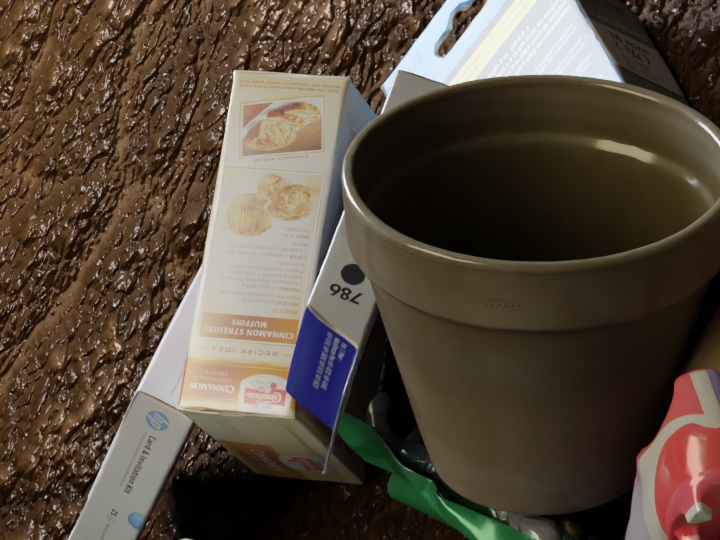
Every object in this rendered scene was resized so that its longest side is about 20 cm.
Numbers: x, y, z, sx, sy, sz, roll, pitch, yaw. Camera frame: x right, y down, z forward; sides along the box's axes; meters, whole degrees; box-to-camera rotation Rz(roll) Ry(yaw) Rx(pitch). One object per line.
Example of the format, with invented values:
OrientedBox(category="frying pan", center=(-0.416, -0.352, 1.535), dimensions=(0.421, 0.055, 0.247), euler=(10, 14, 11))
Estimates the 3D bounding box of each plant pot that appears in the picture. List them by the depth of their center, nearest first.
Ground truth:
OrientedBox(category="plant pot", center=(0.092, 0.022, 1.508), dimensions=(0.200, 0.199, 0.174), euler=(43, 143, 52))

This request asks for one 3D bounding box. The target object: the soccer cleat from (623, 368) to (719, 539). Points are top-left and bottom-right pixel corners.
OrientedBox(category="soccer cleat", center=(0.154, 0.127, 1.447), dimensions=(0.200, 0.066, 0.077), euler=(103, 163, -56))

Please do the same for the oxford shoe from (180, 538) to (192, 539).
OrientedBox(category="oxford shoe", center=(-0.093, 0.251, 1.663), dimensions=(0.075, 0.058, 0.201), euler=(7, 104, 50))

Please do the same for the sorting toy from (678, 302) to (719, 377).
OrientedBox(category="sorting toy", center=(0.263, 0.032, 1.386), dimensions=(0.201, 0.069, 0.199), euler=(-63, 36, 21))

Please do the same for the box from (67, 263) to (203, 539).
OrientedBox(category="box", center=(-0.124, 0.099, 1.790), dimensions=(0.156, 0.041, 0.200), euler=(-66, 1, -51))

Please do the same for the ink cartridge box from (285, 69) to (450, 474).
OrientedBox(category="ink cartridge box", center=(0.000, 0.000, 1.593), dimensions=(0.100, 0.039, 0.201), euler=(105, -177, -59))

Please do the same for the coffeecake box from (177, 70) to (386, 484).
OrientedBox(category="coffeecake box", center=(-0.035, 0.007, 1.718), dimensions=(0.073, 0.154, 0.201), euler=(4, 73, 16))

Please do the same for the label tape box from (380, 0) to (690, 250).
OrientedBox(category="label tape box", center=(0.103, -0.083, 1.666), dimensions=(0.144, 0.063, 0.200), euler=(-51, 39, 26))

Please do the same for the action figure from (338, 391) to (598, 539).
OrientedBox(category="action figure", center=(0.074, 0.127, 1.587), dimensions=(0.200, 0.118, 0.055), euler=(30, 86, 45))
